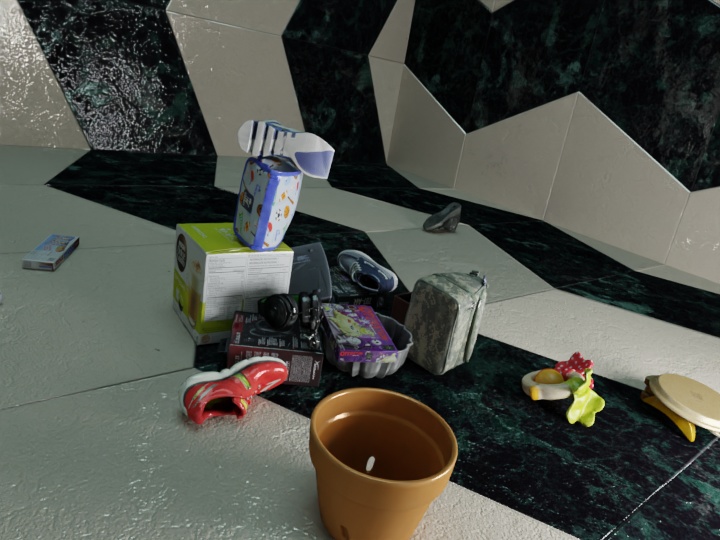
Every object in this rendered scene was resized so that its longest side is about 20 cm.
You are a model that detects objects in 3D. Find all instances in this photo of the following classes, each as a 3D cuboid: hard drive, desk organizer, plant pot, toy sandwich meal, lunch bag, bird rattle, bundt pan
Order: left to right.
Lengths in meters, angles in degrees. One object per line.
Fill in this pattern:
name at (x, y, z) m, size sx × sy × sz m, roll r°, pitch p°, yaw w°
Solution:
lunch bag at (-0.193, -0.148, 1.143) m, size 0.121 × 0.174 × 0.201 m, roll 14°, pitch 19°, yaw -9°
hard drive at (-0.139, 0.017, 1.310) m, size 0.131 × 0.043 × 0.202 m, roll -11°, pitch 42°, yaw -5°
bundt pan at (0.008, 0.158, 1.149) m, size 0.197 × 0.078 × 0.203 m, roll 9°, pitch 19°, yaw -3°
plant pot at (0.019, 0.273, 0.739) m, size 0.195 × 0.143 × 0.201 m, roll 10°, pitch 19°, yaw -4°
desk organizer at (0.167, 0.098, 1.400) m, size 0.197 × 0.079 × 0.071 m, roll -8°, pitch 26°, yaw -43°
lunch bag at (0.197, 0.105, 1.210) m, size 0.138 × 0.205 × 0.166 m, roll 25°, pitch 25°, yaw 37°
bird rattle at (0.420, 0.229, 1.152) m, size 0.159 × 0.116 × 0.200 m, roll -4°, pitch 14°, yaw 9°
toy sandwich meal at (0.696, 0.292, 1.169) m, size 0.200 × 0.072 × 0.206 m, roll 12°, pitch 23°, yaw -5°

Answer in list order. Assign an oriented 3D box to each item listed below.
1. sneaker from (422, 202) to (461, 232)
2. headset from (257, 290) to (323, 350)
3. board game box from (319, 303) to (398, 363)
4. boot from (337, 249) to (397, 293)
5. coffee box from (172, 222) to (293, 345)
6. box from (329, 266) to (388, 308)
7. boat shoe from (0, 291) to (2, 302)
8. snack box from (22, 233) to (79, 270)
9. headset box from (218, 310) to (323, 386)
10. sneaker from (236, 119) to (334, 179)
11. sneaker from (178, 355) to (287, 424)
sneaker at (0.354, -0.198, 2.349) m, size 0.197 × 0.116 × 0.076 m, roll -33°, pitch 43°, yaw -22°
headset at (-0.128, 0.090, 1.081) m, size 0.121 × 0.097 × 0.199 m, roll -5°, pitch 8°, yaw -30°
board game box at (-0.010, 0.121, 1.091) m, size 0.117 × 0.033 × 0.200 m, roll 9°, pitch 19°, yaw -19°
boot at (0.000, 0.000, 1.452) m, size 0.197 × 0.074 × 0.090 m, roll 24°, pitch 17°, yaw 30°
coffee box at (-0.284, 0.017, 1.198) m, size 0.196 × 0.203 × 0.199 m, roll -4°, pitch 23°, yaw -35°
box at (-0.041, 0.044, 1.489) m, size 0.157 × 0.045 × 0.199 m, roll -2°, pitch 23°, yaw -33°
boat shoe at (-0.807, 0.009, 1.143) m, size 0.196 × 0.068 × 0.073 m, roll 20°, pitch 21°, yaw 25°
snack box at (-0.778, -0.049, 1.385) m, size 0.070 × 0.025 × 0.201 m, roll 5°, pitch 20°, yaw -12°
headset box at (-0.177, 0.150, 1.075) m, size 0.195 × 0.079 × 0.149 m, roll 6°, pitch 19°, yaw -11°
sneaker at (-0.150, -0.261, 1.109) m, size 0.195 × 0.082 × 0.116 m, roll 16°, pitch 20°, yaw -17°
sneaker at (-0.204, 0.210, 0.926) m, size 0.197 × 0.078 × 0.085 m, roll -13°, pitch 40°, yaw -36°
